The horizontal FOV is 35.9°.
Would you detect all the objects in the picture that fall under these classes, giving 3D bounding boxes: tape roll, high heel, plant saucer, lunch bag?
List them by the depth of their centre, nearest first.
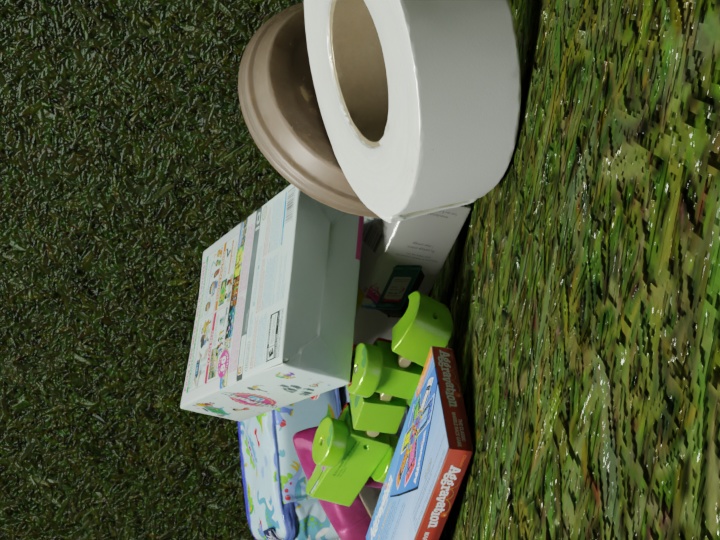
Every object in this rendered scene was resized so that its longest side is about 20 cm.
[{"bbox_3d":[0.028,-0.138,0.727,0.202,0.070,0.204,165,90,-72],"label":"tape roll"},{"bbox_3d":[0.005,-0.134,0.856,0.029,0.199,0.201,127,154,-56],"label":"plant saucer"},{"bbox_3d":[-0.007,0.230,0.952,0.067,0.095,0.202,-40,-52,-59],"label":"high heel"},{"bbox_3d":[-0.072,0.174,1.108,0.161,0.082,0.202,146,119,-69],"label":"lunch bag"}]

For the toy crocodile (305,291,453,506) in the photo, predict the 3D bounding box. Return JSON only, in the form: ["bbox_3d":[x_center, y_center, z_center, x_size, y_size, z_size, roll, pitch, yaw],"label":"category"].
[{"bbox_3d":[0.011,0.105,0.853,0.062,0.067,0.201,-101,30,-54],"label":"toy crocodile"}]

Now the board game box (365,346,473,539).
[{"bbox_3d":[0.038,0.164,0.797,0.103,0.019,0.201,-98,20,-54],"label":"board game box"}]

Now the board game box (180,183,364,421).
[{"bbox_3d":[-0.075,0.032,0.905,0.200,0.064,0.149,-26,53,56],"label":"board game box"}]

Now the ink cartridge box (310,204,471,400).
[{"bbox_3d":[0.000,0.000,0.940,0.116,0.067,0.201,50,123,46],"label":"ink cartridge box"}]

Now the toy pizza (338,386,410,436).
[{"bbox_3d":[0.013,0.125,1.030,0.200,0.031,0.202,177,90,-70],"label":"toy pizza"}]
